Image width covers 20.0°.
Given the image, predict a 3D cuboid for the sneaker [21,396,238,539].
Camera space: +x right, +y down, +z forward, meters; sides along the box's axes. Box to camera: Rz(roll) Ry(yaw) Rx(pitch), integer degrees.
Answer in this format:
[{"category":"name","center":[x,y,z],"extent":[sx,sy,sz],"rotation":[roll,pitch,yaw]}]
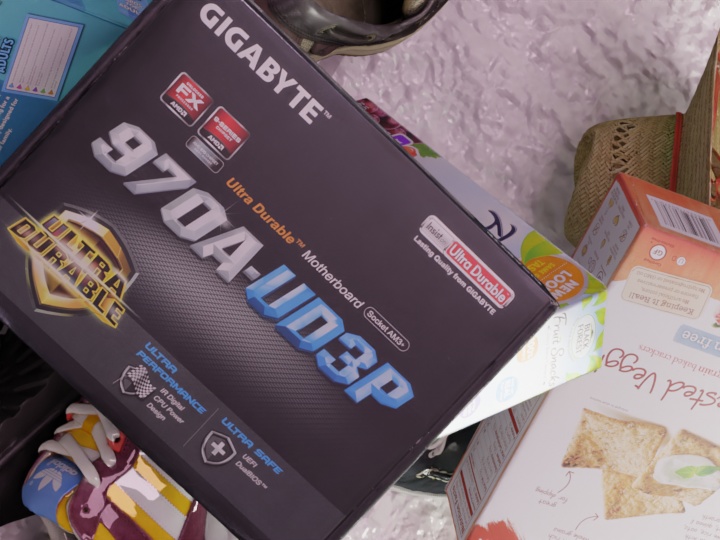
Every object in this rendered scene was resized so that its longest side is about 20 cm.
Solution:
[{"category":"sneaker","center":[-0.098,0.072,0.871],"extent":[0.089,0.075,0.202],"rotation":[-5,101,-34]}]

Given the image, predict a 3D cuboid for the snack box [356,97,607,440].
[{"category":"snack box","center":[0.000,0.000,0.959],"extent":[0.141,0.200,0.053],"rotation":[-22,131,-25]}]

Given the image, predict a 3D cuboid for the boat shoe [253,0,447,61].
[{"category":"boat shoe","center":[0.009,-0.136,0.940],"extent":[0.200,0.066,0.072],"rotation":[-29,104,-50]}]

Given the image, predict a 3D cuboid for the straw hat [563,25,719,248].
[{"category":"straw hat","center":[0.153,-0.039,1.096],"extent":[0.084,0.201,0.203],"rotation":[1,87,13]}]

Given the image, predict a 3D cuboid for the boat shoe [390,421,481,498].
[{"category":"boat shoe","center":[0.014,0.070,1.039],"extent":[0.199,0.060,0.076],"rotation":[19,80,-26]}]

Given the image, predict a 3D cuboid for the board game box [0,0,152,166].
[{"category":"board game box","center":[-0.179,-0.068,0.836],"extent":[0.199,0.047,0.152],"rotation":[19,116,-33]}]

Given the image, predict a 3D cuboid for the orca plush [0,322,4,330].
[{"category":"orca plush","center":[-0.209,-0.057,0.917],"extent":[0.104,0.071,0.202],"rotation":[-19,97,-27]}]

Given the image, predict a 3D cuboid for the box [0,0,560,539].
[{"category":"box","center":[-0.045,0.001,0.815],"extent":[0.200,0.046,0.159],"rotation":[44,94,-7]}]

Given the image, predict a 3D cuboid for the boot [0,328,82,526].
[{"category":"boot","center":[-0.134,0.111,0.950],"extent":[0.211,0.079,0.158],"rotation":[-38,123,-7]}]

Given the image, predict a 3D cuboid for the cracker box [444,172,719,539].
[{"category":"cracker box","center":[0.144,0.067,1.004],"extent":[0.133,0.058,0.201],"rotation":[18,117,-17]}]
